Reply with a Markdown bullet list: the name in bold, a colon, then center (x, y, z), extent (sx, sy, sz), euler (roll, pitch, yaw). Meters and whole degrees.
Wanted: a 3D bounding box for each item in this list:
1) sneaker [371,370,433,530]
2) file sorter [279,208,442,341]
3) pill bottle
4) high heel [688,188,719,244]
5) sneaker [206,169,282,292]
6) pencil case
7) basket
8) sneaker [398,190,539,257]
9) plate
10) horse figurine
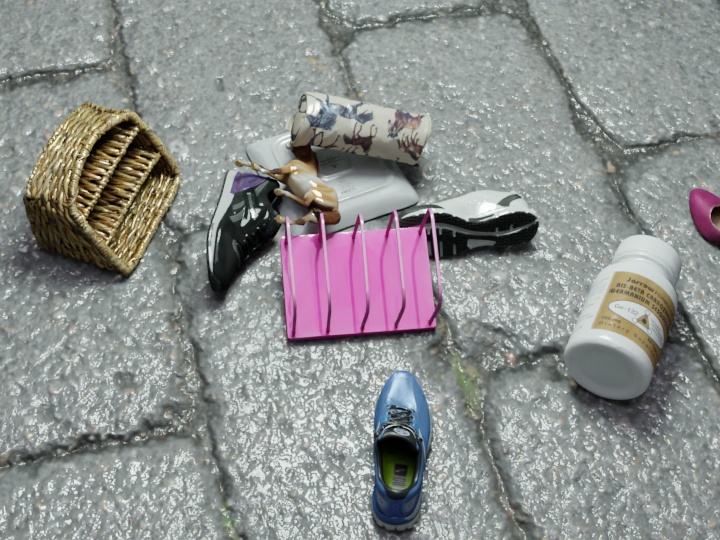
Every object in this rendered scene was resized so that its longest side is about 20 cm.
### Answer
- **sneaker**: center (0.052, 0.203, 1.486), extent (0.077, 0.090, 0.202), euler (3, 52, -1)
- **file sorter**: center (0.000, 0.000, 1.594), extent (0.197, 0.126, 0.141), euler (-4, 73, -6)
- **pill bottle**: center (0.345, 0.055, 1.597), extent (0.113, 0.115, 0.201), euler (21, 54, 13)
- **high heel**: center (0.529, -0.064, 1.709), extent (0.067, 0.097, 0.201), euler (-25, 57, -20)
- **sneaker**: center (-0.154, -0.057, 1.684), extent (0.086, 0.076, 0.202), euler (5, 52, 6)
- **pencil case**: center (-0.003, -0.199, 1.751), extent (0.197, 0.089, 0.079), euler (8, 74, -14)
- **basket**: center (-0.345, -0.122, 1.686), extent (0.147, 0.144, 0.202), euler (16, 53, 11)
- **sneaker**: center (0.144, -0.070, 1.725), extent (0.197, 0.075, 0.080), euler (-2, 36, -9)
- **plate**: center (-0.041, -0.148, 1.790), extent (0.197, 0.033, 0.201), euler (-19, 56, -17)
- **horse figurine**: center (-0.081, -0.111, 1.690), extent (0.131, 0.050, 0.200), euler (2, 35, -40)
